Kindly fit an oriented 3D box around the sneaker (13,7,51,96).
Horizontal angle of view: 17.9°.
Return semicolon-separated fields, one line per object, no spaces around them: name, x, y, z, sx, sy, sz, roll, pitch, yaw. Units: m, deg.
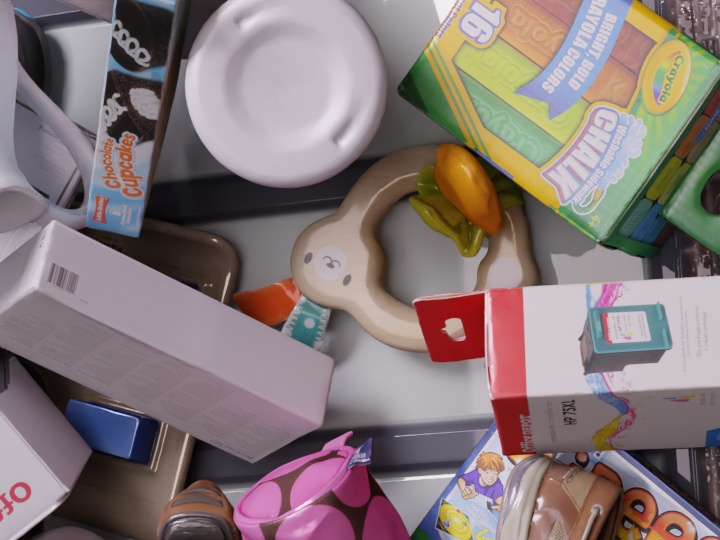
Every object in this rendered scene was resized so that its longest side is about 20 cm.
sneaker;-0.270;-0.082;1.491;0.073;0.082;0.201;30;95;23

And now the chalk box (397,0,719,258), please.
chalk box;0.146;-0.090;1.314;0.199;0.124;0.125;37;99;19

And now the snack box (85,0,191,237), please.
snack box;-0.122;-0.127;1.308;0.037;0.201;0.117;12;50;-3

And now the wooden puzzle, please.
wooden puzzle;-0.184;0.059;1.462;0.184;0.046;0.202;13;91;23

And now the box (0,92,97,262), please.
box;-0.256;-0.023;1.429;0.116;0.060;0.201;28;92;-3

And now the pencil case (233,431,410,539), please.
pencil case;0.011;0.198;1.333;0.090;0.094;0.201;-18;106;31

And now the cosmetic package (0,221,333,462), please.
cosmetic package;-0.121;0.045;1.358;0.082;0.199;0.051;-32;39;47

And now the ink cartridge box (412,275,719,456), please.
ink cartridge box;0.133;0.056;1.283;0.198;0.116;0.068;-4;69;7

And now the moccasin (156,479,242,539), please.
moccasin;-0.099;0.230;1.408;0.073;0.078;0.203;-5;103;4

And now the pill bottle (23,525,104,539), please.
pill bottle;-0.239;0.242;1.430;0.199;0.111;0.112;-25;77;30

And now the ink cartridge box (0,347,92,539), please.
ink cartridge box;-0.280;0.087;1.362;0.145;0.084;0.200;-37;98;13

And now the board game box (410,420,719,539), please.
board game box;0.140;0.175;1.342;0.200;0.034;0.136;39;99;19

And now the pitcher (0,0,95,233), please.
pitcher;-0.236;-0.112;1.342;0.121;0.171;0.202;-27;77;37

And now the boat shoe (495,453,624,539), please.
boat shoe;0.108;0.208;1.294;0.071;0.076;0.202;8;90;20

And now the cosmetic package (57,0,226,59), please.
cosmetic package;-0.175;-0.252;1.406;0.199;0.200;0.123;43;98;18

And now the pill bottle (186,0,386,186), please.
pill bottle;-0.044;-0.110;1.330;0.110;0.200;0.113;0;96;-2

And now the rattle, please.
rattle;0.000;0.000;1.358;0.198;0.143;0.131;-14;99;13
